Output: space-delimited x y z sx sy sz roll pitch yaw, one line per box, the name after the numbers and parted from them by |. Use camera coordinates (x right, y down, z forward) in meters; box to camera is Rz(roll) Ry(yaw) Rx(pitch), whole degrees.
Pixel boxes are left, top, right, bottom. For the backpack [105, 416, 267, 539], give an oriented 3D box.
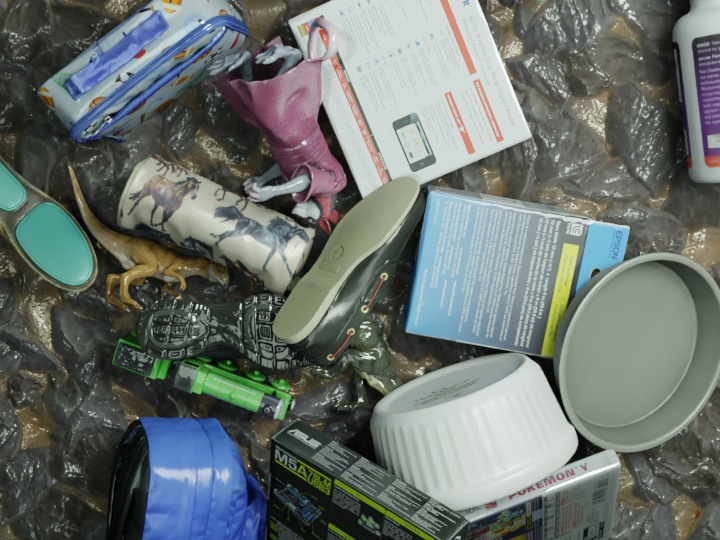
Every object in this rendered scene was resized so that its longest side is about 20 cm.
-0.177 0.250 1.109 0.167 0.162 0.201 0 101 -24 | backpack

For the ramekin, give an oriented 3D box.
0.101 0.151 1.040 0.201 0.202 0.095 -19 96 8 | ramekin

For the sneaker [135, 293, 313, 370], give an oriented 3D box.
-0.122 0.058 1.102 0.199 0.091 0.076 6 89 5 | sneaker

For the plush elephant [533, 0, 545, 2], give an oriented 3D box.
0.176 -0.336 0.977 0.200 0.155 0.165 40 100 -1 | plush elephant

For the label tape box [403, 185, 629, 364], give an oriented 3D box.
0.152 0.004 1.082 0.199 0.066 0.144 10 100 -2 | label tape box

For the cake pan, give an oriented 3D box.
0.270 0.077 1.057 0.199 0.037 0.202 -6 106 -23 | cake pan

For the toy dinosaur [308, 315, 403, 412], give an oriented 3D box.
0.000 0.103 1.123 0.088 0.047 0.201 -30 99 2 | toy dinosaur

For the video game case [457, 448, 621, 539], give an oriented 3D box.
0.162 0.251 1.057 0.181 0.200 0.023 -20 57 -4 | video game case

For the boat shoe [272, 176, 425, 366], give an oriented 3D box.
-0.001 -0.001 1.041 0.063 0.074 0.202 41 81 -34 | boat shoe

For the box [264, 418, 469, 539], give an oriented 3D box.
-0.004 0.264 1.011 0.199 0.047 0.194 25 123 29 | box

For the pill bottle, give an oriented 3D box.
0.352 -0.188 1.008 0.111 0.111 0.201 -8 99 6 | pill bottle

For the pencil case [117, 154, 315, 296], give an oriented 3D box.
-0.142 -0.042 1.083 0.199 0.089 0.078 25 64 -8 | pencil case

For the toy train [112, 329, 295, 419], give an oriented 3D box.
-0.164 0.111 1.132 0.199 0.056 0.042 19 100 2 | toy train

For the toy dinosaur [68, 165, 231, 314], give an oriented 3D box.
-0.234 -0.013 1.128 0.199 0.060 0.107 24 72 -3 | toy dinosaur

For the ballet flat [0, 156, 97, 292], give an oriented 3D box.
-0.348 -0.054 1.119 0.200 0.071 0.071 45 100 -2 | ballet flat

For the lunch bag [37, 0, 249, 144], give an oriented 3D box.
-0.207 -0.196 1.033 0.200 0.160 0.076 -37 94 9 | lunch bag

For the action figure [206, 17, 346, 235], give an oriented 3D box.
-0.060 -0.129 1.050 0.148 0.134 0.201 -32 117 -4 | action figure

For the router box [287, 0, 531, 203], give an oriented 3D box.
0.050 -0.188 1.067 0.179 0.049 0.201 -22 97 8 | router box
